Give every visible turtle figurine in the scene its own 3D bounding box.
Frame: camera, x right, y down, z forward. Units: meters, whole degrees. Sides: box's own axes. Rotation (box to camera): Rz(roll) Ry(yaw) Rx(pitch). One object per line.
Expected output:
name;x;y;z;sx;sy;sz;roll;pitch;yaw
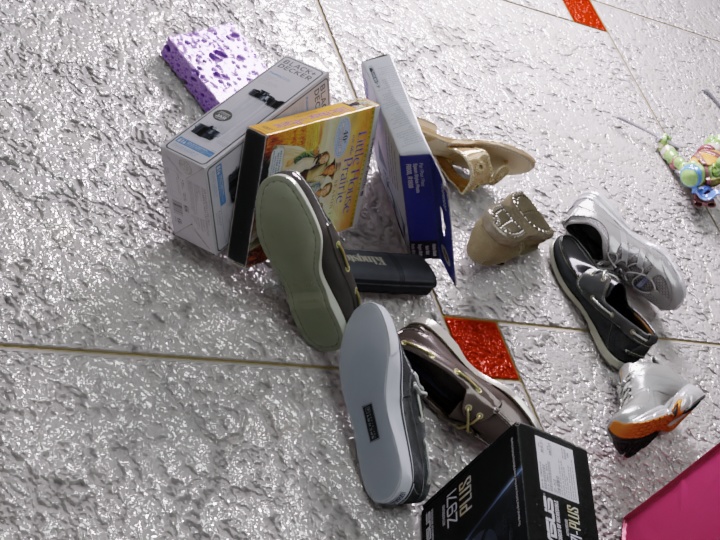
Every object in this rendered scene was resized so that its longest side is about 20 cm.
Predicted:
turtle figurine;0.541;-0.209;2.002;0.193;0.144;0.201;-14;66;-51

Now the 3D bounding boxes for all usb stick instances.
usb stick;0.000;0.000;1.418;0.199;0.033;0.056;4;47;-38

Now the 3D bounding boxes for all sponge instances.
sponge;-0.135;-0.200;1.497;0.111;0.030;0.200;-24;71;-48

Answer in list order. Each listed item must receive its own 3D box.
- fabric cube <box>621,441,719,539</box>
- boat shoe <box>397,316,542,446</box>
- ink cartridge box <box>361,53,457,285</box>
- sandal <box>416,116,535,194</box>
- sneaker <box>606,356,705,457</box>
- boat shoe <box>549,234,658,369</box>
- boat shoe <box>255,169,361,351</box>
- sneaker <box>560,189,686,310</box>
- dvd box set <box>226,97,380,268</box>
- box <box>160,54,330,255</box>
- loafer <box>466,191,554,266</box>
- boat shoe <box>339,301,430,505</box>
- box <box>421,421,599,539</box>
fabric cube;0.400;0.324;1.310;0.199;0.200;0.197;33;39;-9
boat shoe;0.108;0.135;1.351;0.200;0.072;0.059;45;43;11
ink cartridge box;0.054;-0.106;1.454;0.040;0.200;0.201;-18;55;-5
sandal;0.124;-0.131;1.639;0.210;0.078;0.070;17;63;-20
sneaker;0.330;0.156;1.530;0.092;0.076;0.199;47;30;20
boat shoe;0.308;0.028;1.631;0.071;0.068;0.201;0;50;-38
boat shoe;-0.050;-0.017;1.293;0.061;0.071;0.203;-51;134;-47
sneaker;0.344;-0.013;1.713;0.200;0.075;0.082;44;51;14
dvd box set;-0.057;-0.095;1.342;0.029;0.147;0.199;25;27;27
box;-0.111;-0.122;1.323;0.060;0.117;0.200;25;47;27
loafer;0.181;-0.049;1.599;0.076;0.067;0.200;55;24;13
boat shoe;0.033;0.131;1.270;0.068;0.073;0.201;12;57;-46
box;0.135;0.269;1.164;0.086;0.164;0.201;23;42;-21
